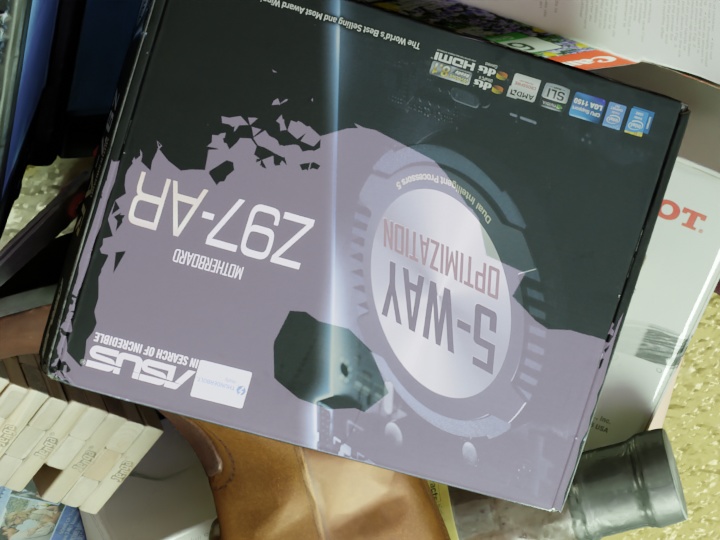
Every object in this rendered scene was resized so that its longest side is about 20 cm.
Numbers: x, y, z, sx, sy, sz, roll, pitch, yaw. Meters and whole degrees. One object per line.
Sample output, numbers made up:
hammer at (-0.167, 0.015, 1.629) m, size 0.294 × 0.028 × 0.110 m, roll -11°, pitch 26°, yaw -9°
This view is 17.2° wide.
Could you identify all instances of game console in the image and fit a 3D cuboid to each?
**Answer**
game console at (-0.075, -0.100, 0.893) m, size 0.119 × 0.172 × 0.200 m, roll 12°, pitch 125°, yaw -3°

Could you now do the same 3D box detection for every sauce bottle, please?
sauce bottle at (0.038, 0.111, 1.009) m, size 0.200 × 0.065 × 0.065 m, roll -13°, pitch 136°, yaw 9°

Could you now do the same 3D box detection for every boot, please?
boot at (-0.061, 0.078, 0.949) m, size 0.188 × 0.068 × 0.200 m, roll -12°, pitch 108°, yaw 4°

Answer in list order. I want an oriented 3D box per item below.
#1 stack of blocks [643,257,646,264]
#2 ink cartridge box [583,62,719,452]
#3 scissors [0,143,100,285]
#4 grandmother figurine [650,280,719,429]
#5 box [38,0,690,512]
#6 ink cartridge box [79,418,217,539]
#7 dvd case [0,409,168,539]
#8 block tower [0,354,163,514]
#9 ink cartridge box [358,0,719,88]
stack of blocks at (0.000, 0.000, 0.969) m, size 0.200 × 0.059 × 0.115 m, roll -27°, pitch 105°, yaw 30°
ink cartridge box at (0.074, 0.000, 1.031) m, size 0.144 × 0.084 × 0.200 m, roll 23°, pitch 123°, yaw 3°
scissors at (-0.100, -0.038, 0.885) m, size 0.200 × 0.014 × 0.073 m, roll -37°, pitch 152°, yaw -41°
grandmother figurine at (0.144, 0.018, 1.147) m, size 0.121 × 0.061 × 0.200 m, roll -11°, pitch 135°, yaw -31°
box at (0.000, -0.015, 0.863) m, size 0.200 × 0.044 × 0.160 m, roll 16°, pitch 97°, yaw -13°
ink cartridge box at (-0.061, 0.150, 1.132) m, size 0.117 × 0.067 × 0.200 m, roll -23°, pitch 140°, yaw -15°
dvd case at (-0.164, 0.071, 1.061) m, size 0.200 × 0.018 × 0.143 m, roll 10°, pitch 123°, yaw -35°
block tower at (-0.181, 0.043, 0.976) m, size 0.200 × 0.054 × 0.058 m, roll 24°, pitch 114°, yaw -39°
ink cartridge box at (0.075, -0.138, 0.935) m, size 0.200 × 0.050 × 0.109 m, roll 13°, pitch 79°, yaw -44°
